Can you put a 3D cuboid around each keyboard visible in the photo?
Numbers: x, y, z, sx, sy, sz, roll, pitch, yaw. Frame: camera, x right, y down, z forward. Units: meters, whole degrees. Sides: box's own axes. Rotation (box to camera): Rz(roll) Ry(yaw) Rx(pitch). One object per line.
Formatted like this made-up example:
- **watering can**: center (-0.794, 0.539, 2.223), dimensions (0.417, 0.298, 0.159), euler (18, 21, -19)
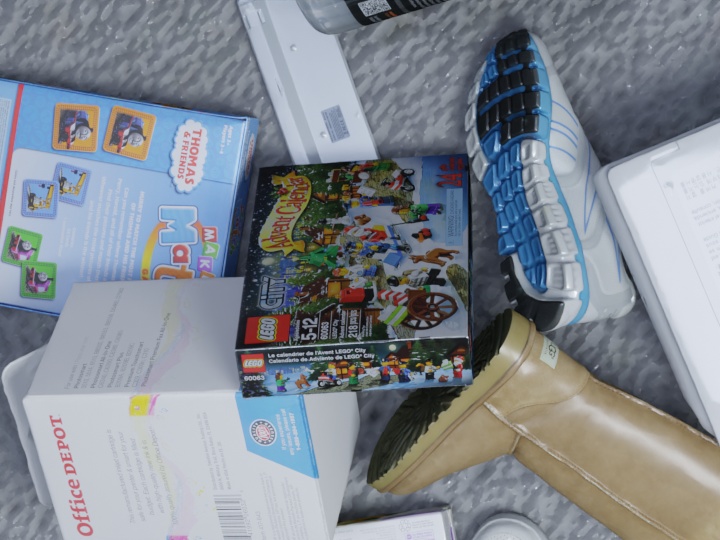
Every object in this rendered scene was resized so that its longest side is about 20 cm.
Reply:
- **keyboard**: center (-0.023, -0.093, 1.517), dimensions (0.056, 0.011, 0.200), euler (-20, 89, 7)

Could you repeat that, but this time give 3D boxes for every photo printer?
- **photo printer**: center (0.253, 0.001, 1.395), dimensions (0.166, 0.069, 0.200), euler (-24, 85, 4)

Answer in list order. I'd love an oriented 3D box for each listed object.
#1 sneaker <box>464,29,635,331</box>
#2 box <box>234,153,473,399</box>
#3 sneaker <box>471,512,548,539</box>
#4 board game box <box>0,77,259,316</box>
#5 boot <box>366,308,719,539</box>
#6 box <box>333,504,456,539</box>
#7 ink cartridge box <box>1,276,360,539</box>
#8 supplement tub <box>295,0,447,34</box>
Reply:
- **sneaker**: center (0.126, -0.055, 1.462), dimensions (0.075, 0.087, 0.200), euler (-30, 64, 50)
- **box**: center (0.000, 0.000, 1.416), dimensions (0.136, 0.200, 0.038), euler (-3, 124, 4)
- **sneaker**: center (0.075, 0.255, 1.456), dimensions (0.074, 0.116, 0.200), euler (11, 92, 13)
- **board game box**: center (-0.177, -0.042, 1.536), dimensions (0.200, 0.037, 0.151), euler (10, 95, 12)
- **boot**: center (0.126, 0.131, 1.448), dimensions (0.200, 0.066, 0.175), euler (34, 131, -14)
- **box**: center (-0.036, 0.187, 1.514), dimensions (0.200, 0.039, 0.041), euler (-11, 89, 12)
- **ink cartridge box**: center (-0.114, 0.088, 1.460), dimensions (0.200, 0.125, 0.129), euler (-1, 125, 12)
- **supplement tub**: center (0.050, -0.229, 1.437), dimensions (0.200, 0.123, 0.123), euler (-15, 89, 12)
